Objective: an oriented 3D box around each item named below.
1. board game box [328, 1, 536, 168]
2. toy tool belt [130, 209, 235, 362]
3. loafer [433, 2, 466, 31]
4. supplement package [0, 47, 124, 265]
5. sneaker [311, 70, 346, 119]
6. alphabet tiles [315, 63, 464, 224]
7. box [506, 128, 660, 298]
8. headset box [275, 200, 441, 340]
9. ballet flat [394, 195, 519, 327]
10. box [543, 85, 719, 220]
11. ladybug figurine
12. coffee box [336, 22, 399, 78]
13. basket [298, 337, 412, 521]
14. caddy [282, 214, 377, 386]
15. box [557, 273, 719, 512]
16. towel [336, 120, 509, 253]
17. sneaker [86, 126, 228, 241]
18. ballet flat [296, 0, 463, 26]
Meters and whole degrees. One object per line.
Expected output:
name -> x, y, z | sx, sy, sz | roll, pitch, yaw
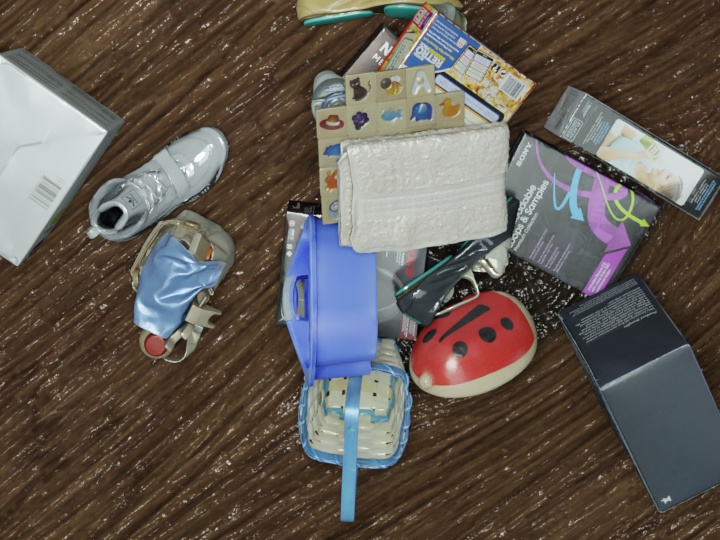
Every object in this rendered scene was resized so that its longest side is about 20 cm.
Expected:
board game box -> 0.074, -0.169, 1.409 | 0.151, 0.046, 0.200 | 30, 104, -28
toy tool belt -> -0.230, 0.032, 1.574 | 0.124, 0.123, 0.201 | 23, 103, -6
loafer -> 0.091, -0.207, 1.466 | 0.069, 0.075, 0.201 | 2, 115, -23
supplement package -> -0.409, -0.138, 1.535 | 0.155, 0.111, 0.200 | 35, 102, -8
sneaker -> 0.001, -0.147, 1.476 | 0.074, 0.087, 0.201 | -21, 121, 3
alphabet tiles -> 0.035, -0.123, 1.389 | 0.165, 0.006, 0.201 | -9, 119, -13
box -> 0.253, -0.067, 1.597 | 0.199, 0.036, 0.144 | 27, 103, -6
headset box -> 0.000, 0.000, 1.592 | 0.198, 0.075, 0.150 | 7, 104, -2
ballet flat -> 0.131, -0.004, 1.542 | 0.200, 0.073, 0.073 | -40, 102, -10
box -> 0.328, -0.143, 1.538 | 0.199, 0.117, 0.060 | 30, 100, -6
ladybug figurine -> 0.138, 0.084, 1.560 | 0.135, 0.200, 0.072 | 21, 129, 32
coffee box -> 0.063, -0.189, 1.541 | 0.200, 0.080, 0.113 | 42, 101, -10
basket -> -0.008, 0.184, 1.566 | 0.138, 0.200, 0.177 | 3, 119, -3
caddy -> -0.038, 0.034, 1.473 | 0.104, 0.142, 0.201 | 1, 70, -6
box -> 0.352, 0.146, 1.553 | 0.123, 0.199, 0.201 | -27, 115, 7
towel -> 0.070, -0.090, 1.393 | 0.199, 0.035, 0.133 | -9, 119, -13
sneaker -> -0.247, -0.099, 1.541 | 0.199, 0.115, 0.075 | -36, 94, 9
ballet flat -> 0.022, -0.329, 1.515 | 0.198, 0.069, 0.064 | -3, 91, -1
